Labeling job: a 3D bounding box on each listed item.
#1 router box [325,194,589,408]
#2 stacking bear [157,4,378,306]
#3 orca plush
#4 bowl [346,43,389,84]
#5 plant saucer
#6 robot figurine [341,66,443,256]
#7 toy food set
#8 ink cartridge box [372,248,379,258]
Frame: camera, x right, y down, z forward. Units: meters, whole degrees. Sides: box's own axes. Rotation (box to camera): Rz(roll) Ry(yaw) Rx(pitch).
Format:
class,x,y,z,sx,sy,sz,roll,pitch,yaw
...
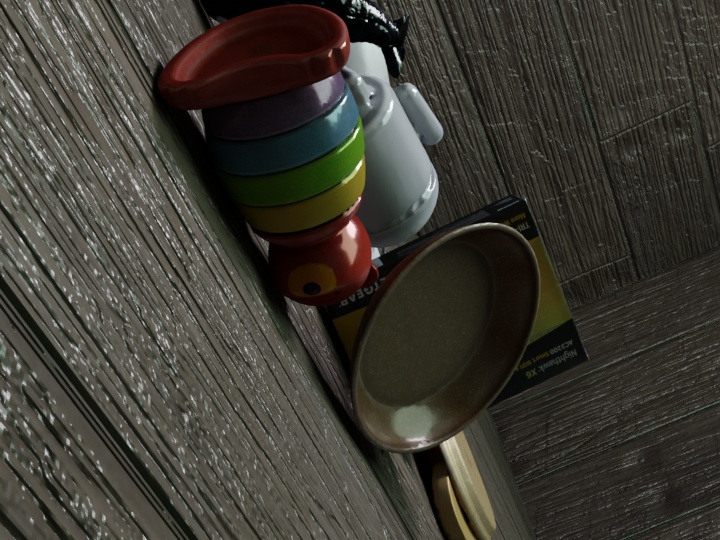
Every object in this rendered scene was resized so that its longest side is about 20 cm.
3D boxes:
class,x,y,z,sx,sy,sz,roll,pitch,yaw
router box,0.082,0.046,0.945,0.052,0.198,0.159,-121,-174,-78
stacking bear,-0.044,-0.064,0.720,0.114,0.120,0.202,-91,167,-58
orca plush,-0.046,-0.218,0.954,0.198,0.106,0.071,24,25,-23
bowl,-0.012,-0.211,1.159,0.200,0.074,0.202,-112,-170,-73
plant saucer,0.062,0.050,0.850,0.037,0.200,0.201,33,-20,42
robot figurine,0.005,-0.102,1.006,0.113,0.169,0.201,45,-10,51
toy food set,0.103,0.225,1.210,0.198,0.048,0.202,55,13,-66
ink cartridge box,0.000,0.000,1.156,0.200,0.040,0.202,60,10,-53
